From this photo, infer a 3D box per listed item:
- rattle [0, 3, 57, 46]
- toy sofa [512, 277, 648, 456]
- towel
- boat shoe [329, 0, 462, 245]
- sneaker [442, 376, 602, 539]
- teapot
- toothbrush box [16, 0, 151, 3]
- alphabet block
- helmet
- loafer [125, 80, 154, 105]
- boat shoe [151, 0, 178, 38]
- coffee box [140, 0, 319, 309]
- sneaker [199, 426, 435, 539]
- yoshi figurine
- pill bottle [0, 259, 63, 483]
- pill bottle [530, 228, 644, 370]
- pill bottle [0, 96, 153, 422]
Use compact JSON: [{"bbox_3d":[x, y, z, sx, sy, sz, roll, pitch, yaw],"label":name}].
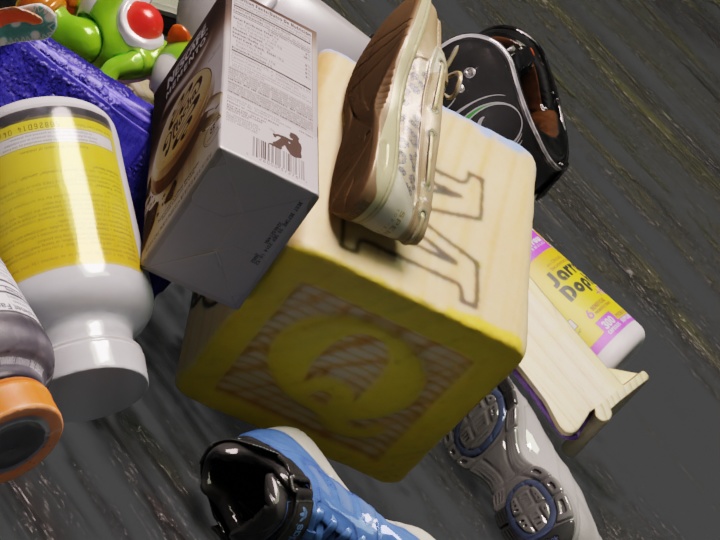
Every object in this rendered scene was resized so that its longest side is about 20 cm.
[{"bbox_3d":[-0.311,-0.140,1.332,0.143,0.201,0.130,48,32,20],"label":"rattle"},{"bbox_3d":[0.132,0.056,1.626,0.097,0.083,0.200,-35,78,-28],"label":"toy sofa"},{"bbox_3d":[-0.202,-0.073,1.435,0.199,0.148,0.050,32,-12,-6],"label":"towel"},{"bbox_3d":[0.028,-0.105,1.365,0.062,0.073,0.201,30,54,-22],"label":"boat shoe"},{"bbox_3d":[0.128,0.159,1.558,0.087,0.074,0.201,36,22,-44],"label":"sneaker"},{"bbox_3d":[-0.089,-0.181,1.697,0.199,0.147,0.197,33,7,-36],"label":"teapot"},{"bbox_3d":[-0.276,-0.273,1.670,0.199,0.087,0.145,29,-4,-18],"label":"toothbrush box"},{"bbox_3d":[0.000,0.000,1.445,0.195,0.196,0.201,24,44,-17],"label":"alphabet block"},{"bbox_3d":[0.080,-0.137,1.835,0.200,0.189,0.201,53,26,-42],"label":"helmet"},{"bbox_3d":[-0.180,-0.129,1.625,0.068,0.076,0.201,5,39,-39],"label":"loafer"},{"bbox_3d":[-0.170,-0.247,1.848,0.200,0.061,0.072,26,58,12],"label":"boat shoe"},{"bbox_3d":[-0.088,-0.087,1.356,0.079,0.113,0.201,25,33,-20],"label":"coffee box"},{"bbox_3d":[-0.025,0.179,1.300,0.200,0.077,0.111,43,20,23],"label":"sneaker"},{"bbox_3d":[-0.171,-0.146,1.522,0.199,0.113,0.112,29,-12,12],"label":"yoshi figurine"},{"bbox_3d":[-0.257,0.037,1.219,0.106,0.107,0.200,5,40,-48],"label":"pill bottle"},{"bbox_3d":[0.146,0.028,1.739,0.200,0.105,0.104,42,26,11],"label":"pill bottle"},{"bbox_3d":[-0.200,-0.006,1.323,0.111,0.112,0.202,11,54,-42],"label":"pill bottle"}]
